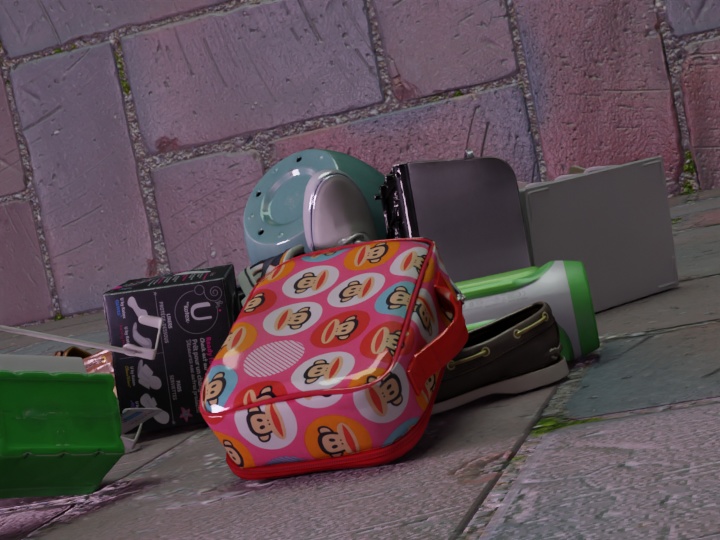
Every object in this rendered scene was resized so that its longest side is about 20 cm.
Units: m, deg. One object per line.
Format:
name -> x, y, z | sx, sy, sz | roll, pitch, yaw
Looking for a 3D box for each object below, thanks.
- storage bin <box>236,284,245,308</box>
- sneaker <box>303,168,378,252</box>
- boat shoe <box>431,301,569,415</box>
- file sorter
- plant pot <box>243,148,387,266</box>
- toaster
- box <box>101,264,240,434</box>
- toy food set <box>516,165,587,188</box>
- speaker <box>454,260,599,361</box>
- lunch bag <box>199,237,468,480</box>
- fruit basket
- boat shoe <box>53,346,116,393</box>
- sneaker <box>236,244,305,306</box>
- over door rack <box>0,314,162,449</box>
storage bin -> -0.167, 0.074, 1.575 | 0.134, 0.095, 0.200 | -12, 4, 4
sneaker -> 0.000, 0.000, 1.338 | 0.072, 0.202, 0.071 | -22, 16, -21
boat shoe -> 0.064, 0.073, 1.051 | 0.198, 0.060, 0.072 | -13, 4, -19
file sorter -> 0.217, -0.032, 1.470 | 0.198, 0.141, 0.124 | -14, 9, -34
plant pot -> -0.033, -0.036, 1.519 | 0.199, 0.202, 0.161 | -10, -39, 32
toaster -> 0.089, -0.006, 1.315 | 0.117, 0.203, 0.181 | -10, -4, -3
box -> -0.166, 0.070, 1.315 | 0.113, 0.134, 0.200 | -9, 4, -1
toy food set -> 0.209, -0.044, 1.631 | 0.060, 0.145, 0.199 | 14, 16, 25
speaker -> 0.094, 0.048, 1.154 | 0.198, 0.090, 0.088 | -12, 3, 7
lunch bag -> -0.006, 0.053, 0.971 | 0.174, 0.083, 0.201 | -12, 28, 24
fruit basket -> -0.273, 0.124, 1.013 | 0.184, 0.095, 0.199 | 6, -19, -45
boat shoe -> -0.326, 0.120, 1.593 | 0.198, 0.068, 0.072 | -10, 4, 34
sneaker -> -0.068, 0.021, 1.329 | 0.079, 0.079, 0.200 | -37, 11, 0
over door rack -> -0.261, 0.101, 1.106 | 0.197, 0.067, 0.148 | 2, -39, -17
